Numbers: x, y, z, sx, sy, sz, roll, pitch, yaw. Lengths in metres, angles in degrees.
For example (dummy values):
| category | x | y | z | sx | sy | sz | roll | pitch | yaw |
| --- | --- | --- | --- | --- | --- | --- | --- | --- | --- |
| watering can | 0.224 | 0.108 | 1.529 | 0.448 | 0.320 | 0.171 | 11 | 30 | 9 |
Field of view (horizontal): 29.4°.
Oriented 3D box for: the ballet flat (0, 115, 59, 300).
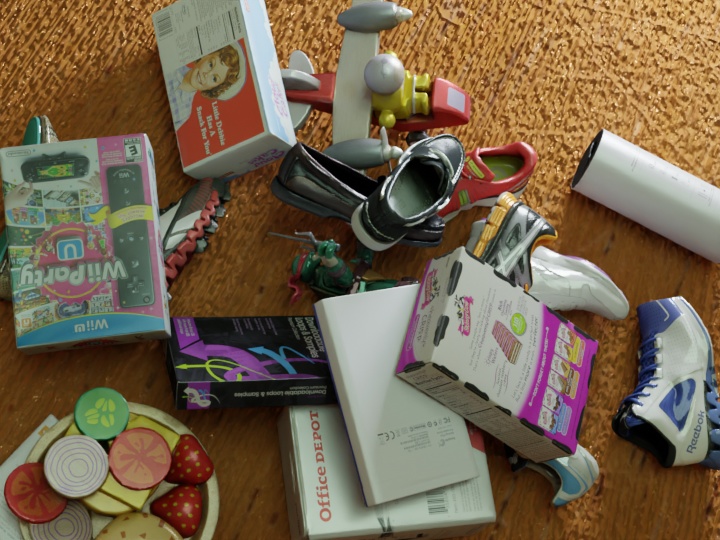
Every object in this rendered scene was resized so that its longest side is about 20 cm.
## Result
| category | x | y | z | sx | sy | sz | roll | pitch | yaw |
| --- | --- | --- | --- | --- | --- | --- | --- | --- | --- |
| ballet flat | -0.335 | -0.060 | 1.433 | 0.075 | 0.068 | 0.201 | 21 | 69 | -29 |

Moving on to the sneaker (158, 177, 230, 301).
| category | x | y | z | sx | sy | sz | roll | pitch | yaw |
| --- | --- | --- | --- | --- | --- | --- | --- | --- | --- |
| sneaker | -0.214 | -0.031 | 1.440 | 0.098 | 0.071 | 0.201 | 33 | 66 | -2 |

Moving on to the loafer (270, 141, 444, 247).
| category | x | y | z | sx | sy | sz | roll | pitch | yaw |
| --- | --- | --- | --- | --- | --- | --- | --- | --- | --- |
| loafer | 0.006 | -0.079 | 1.451 | 0.199 | 0.063 | 0.072 | 17 | 22 | -19 |

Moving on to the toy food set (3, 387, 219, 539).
| category | x | y | z | sx | sy | sz | roll | pitch | yaw |
| --- | --- | --- | --- | --- | --- | --- | --- | --- | --- |
| toy food set | -0.232 | 0.218 | 1.302 | 0.197 | 0.049 | 0.201 | 28 | 64 | -3 |

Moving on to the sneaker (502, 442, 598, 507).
| category | x | y | z | sx | sy | sz | roll | pitch | yaw |
| --- | --- | --- | --- | --- | --- | --- | --- | --- | --- |
| sneaker | 0.168 | 0.165 | 1.462 | 0.072 | 0.072 | 0.200 | -39 | 79 | -17 |

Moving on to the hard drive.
| category | x | y | z | sx | sy | sz | roll | pitch | yaw |
| --- | --- | --- | --- | --- | --- | --- | --- | --- | --- |
| hard drive | 0.036 | 0.119 | 1.344 | 0.131 | 0.025 | 0.201 | -8 | 78 | -36 |

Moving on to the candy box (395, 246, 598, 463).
| category | x | y | z | sx | sy | sz | roll | pitch | yaw |
| --- | --- | --- | --- | --- | --- | --- | --- | --- | --- |
| candy box | 0.140 | 0.087 | 1.377 | 0.200 | 0.061 | 0.137 | 34 | 56 | -25 |

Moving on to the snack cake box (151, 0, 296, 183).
| category | x | y | z | sx | sy | sz | roll | pitch | yaw |
| --- | --- | --- | --- | --- | --- | --- | --- | --- | --- |
| snack cake box | -0.149 | -0.207 | 1.500 | 0.115 | 0.067 | 0.201 | -20 | 70 | 20 |

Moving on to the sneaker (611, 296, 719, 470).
| category | x | y | z | sx | sy | sz | roll | pitch | yaw |
| --- | --- | --- | --- | --- | --- | --- | --- | --- | --- |
| sneaker | 0.330 | 0.130 | 1.510 | 0.115 | 0.081 | 0.200 | -8 | 72 | -20 |

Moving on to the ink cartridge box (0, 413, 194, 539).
| category | x | y | z | sx | sy | sz | roll | pitch | yaw |
| --- | --- | --- | --- | --- | --- | --- | --- | --- | --- |
| ink cartridge box | -0.293 | 0.275 | 1.312 | 0.197 | 0.047 | 0.200 | 41 | 66 | 3 |

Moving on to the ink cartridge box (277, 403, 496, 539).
| category | x | y | z | sx | sy | sz | roll | pitch | yaw |
| --- | --- | --- | --- | --- | --- | --- | --- | --- | --- |
| ink cartridge box | 0.023 | 0.202 | 1.400 | 0.199 | 0.083 | 0.147 | -2 | 69 | -16 |

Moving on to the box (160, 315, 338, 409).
| category | x | y | z | sx | sy | sz | roll | pitch | yaw |
| --- | --- | --- | --- | --- | --- | --- | --- | --- | --- |
| box | -0.096 | 0.090 | 1.395 | 0.199 | 0.036 | 0.143 | 0 | 24 | -16 |

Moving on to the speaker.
| category | x | y | z | sx | sy | sz | roll | pitch | yaw |
| --- | --- | --- | --- | --- | --- | --- | --- | --- | --- |
| speaker | 0.349 | -0.088 | 1.604 | 0.199 | 0.081 | 0.081 | 27 | 64 | -3 |

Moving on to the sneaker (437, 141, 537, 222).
| category | x | y | z | sx | sy | sz | roll | pitch | yaw |
| --- | --- | --- | --- | --- | --- | --- | --- | --- | --- |
| sneaker | 0.110 | -0.106 | 1.546 | 0.199 | 0.085 | 0.077 | -19 | 73 | -21 |

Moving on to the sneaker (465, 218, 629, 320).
| category | x | y | z | sx | sy | sz | roll | pitch | yaw |
| --- | --- | --- | --- | --- | --- | --- | --- | --- | --- |
| sneaker | 0.201 | 0.022 | 1.537 | 0.199 | 0.075 | 0.100 | 24 | 78 | 1 |

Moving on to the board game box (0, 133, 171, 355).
| category | x | y | z | sx | sy | sz | roll | pitch | yaw |
| --- | --- | --- | --- | --- | --- | --- | --- | --- | --- |
| board game box | -0.271 | -0.026 | 1.359 | 0.147 | 0.064 | 0.201 | -7 | 81 | -5 |

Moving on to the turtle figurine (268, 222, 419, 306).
| category | x | y | z | sx | sy | sz | roll | pitch | yaw |
| --- | --- | --- | --- | --- | --- | --- | --- | --- | --- |
| turtle figurine | 0.000 | 0.000 | 1.472 | 0.199 | 0.101 | 0.150 | 19 | 23 | 5 |

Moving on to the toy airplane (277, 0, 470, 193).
| category | x | y | z | sx | sy | sz | roll | pitch | yaw |
| --- | --- | --- | --- | --- | --- | --- | --- | --- | --- |
| toy airplane | 0.004 | -0.204 | 1.527 | 0.199 | 0.141 | 0.200 | -36 | 85 | -18 |

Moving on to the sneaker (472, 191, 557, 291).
| category | x | y | z | sx | sy | sz | roll | pitch | yaw |
| --- | --- | --- | --- | --- | --- | --- | --- | --- | --- |
| sneaker | 0.142 | 0.017 | 1.460 | 0.077 | 0.078 | 0.201 | 26 | 82 | 4 |

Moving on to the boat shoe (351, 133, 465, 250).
| category | x | y | z | sx | sy | sz | roll | pitch | yaw |
| --- | --- | --- | --- | --- | --- | --- | --- | --- | --- |
| boat shoe | 0.066 | -0.090 | 1.429 | 0.076 | 0.060 | 0.200 | 45 | 46 | -7 |
